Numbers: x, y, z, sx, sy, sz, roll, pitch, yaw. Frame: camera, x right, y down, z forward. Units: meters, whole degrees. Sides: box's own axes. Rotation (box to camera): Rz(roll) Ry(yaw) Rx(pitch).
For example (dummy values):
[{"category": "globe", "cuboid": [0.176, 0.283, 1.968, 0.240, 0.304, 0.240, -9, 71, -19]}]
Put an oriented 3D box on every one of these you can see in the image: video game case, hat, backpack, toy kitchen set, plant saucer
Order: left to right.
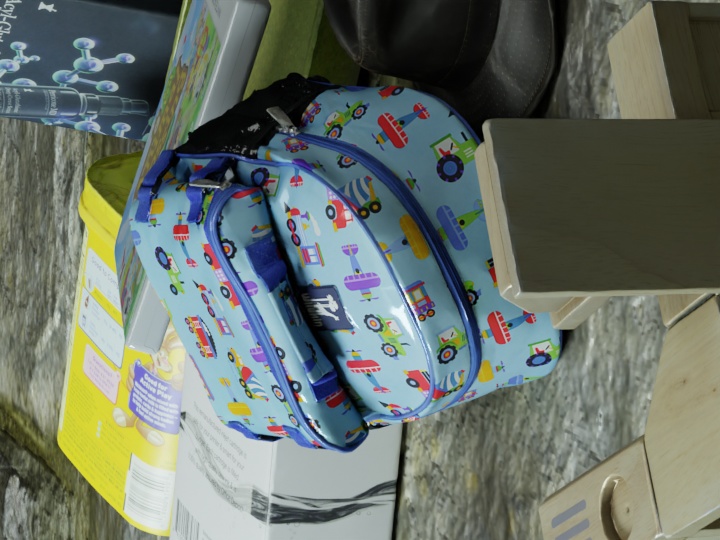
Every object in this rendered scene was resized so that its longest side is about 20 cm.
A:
[{"category": "video game case", "cuboid": [-0.096, -0.074, 1.505, 0.182, 0.022, 0.200, -112, 39, -72]}, {"category": "plant saucer", "cuboid": [-0.051, -0.118, 1.566, 0.200, 0.048, 0.200, 25, 104, 62]}, {"category": "backpack", "cuboid": [0.000, 0.000, 1.345, 0.200, 0.134, 0.183, 7, 124, 58]}, {"category": "hat", "cuboid": [0.026, -0.150, 1.376, 0.201, 0.081, 0.201, 179, 90, -66]}, {"category": "toy kitchen set", "cuboid": [0.098, 0.016, 1.114, 0.180, 0.163, 0.200, 136, 129, -59]}]

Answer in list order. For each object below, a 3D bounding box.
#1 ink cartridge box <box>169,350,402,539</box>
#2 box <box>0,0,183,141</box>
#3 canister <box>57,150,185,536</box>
[{"category": "ink cartridge box", "cuboid": [-0.044, 0.120, 1.545, 0.145, 0.084, 0.200, -143, 55, -61]}, {"category": "box", "cuboid": [-0.195, -0.174, 1.722, 0.148, 0.200, 0.107, 126, 148, -55]}, {"category": "canister", "cuboid": [-0.124, 0.047, 1.705, 0.149, 0.086, 0.200, 41, 131, 41]}]
